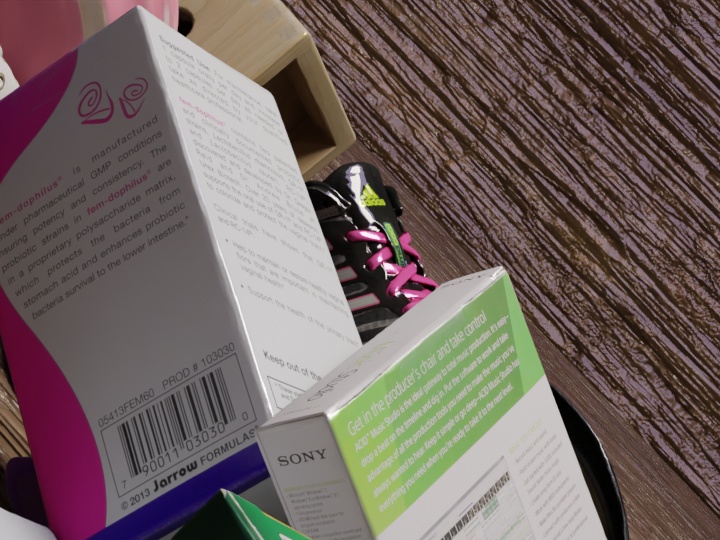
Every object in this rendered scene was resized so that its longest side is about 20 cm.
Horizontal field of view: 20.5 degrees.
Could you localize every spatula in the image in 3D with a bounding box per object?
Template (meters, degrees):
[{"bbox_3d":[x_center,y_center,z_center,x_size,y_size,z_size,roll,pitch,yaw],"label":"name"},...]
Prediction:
[{"bbox_3d":[-0.076,0.151,0.758,0.200,0.021,0.057,48,7,16],"label":"spatula"}]

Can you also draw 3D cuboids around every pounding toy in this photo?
[{"bbox_3d":[-0.137,-0.104,1.249,0.142,0.200,0.184,49,-6,23],"label":"pounding toy"}]

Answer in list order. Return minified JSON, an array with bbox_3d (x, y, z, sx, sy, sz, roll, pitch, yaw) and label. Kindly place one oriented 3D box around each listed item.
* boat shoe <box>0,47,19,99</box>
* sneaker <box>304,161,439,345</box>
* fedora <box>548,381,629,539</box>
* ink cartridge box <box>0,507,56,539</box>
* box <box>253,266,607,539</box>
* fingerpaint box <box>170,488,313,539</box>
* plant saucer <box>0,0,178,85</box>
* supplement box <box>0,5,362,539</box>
[{"bbox_3d":[-0.196,-0.090,0.892,0.200,0.071,0.069,52,-22,-19],"label":"boat shoe"},{"bbox_3d":[0.000,0.000,0.883,0.200,0.088,0.074,27,16,33],"label":"sneaker"},{"bbox_3d":[0.053,0.140,1.107,0.092,0.201,0.201,-11,50,-41],"label":"fedora"},{"bbox_3d":[-0.128,0.122,0.568,0.200,0.043,0.196,33,13,-47],"label":"ink cartridge box"},{"bbox_3d":[0.044,0.116,0.713,0.144,0.036,0.200,-35,108,-55],"label":"box"},{"bbox_3d":[-0.016,0.164,0.481,0.200,0.167,0.073,38,9,-48],"label":"fingerpaint box"},{"bbox_3d":[-0.189,-0.124,0.954,0.201,0.200,0.051,43,23,-16],"label":"plant saucer"},{"bbox_3d":[-0.070,0.017,0.762,0.103,0.101,0.200,28,37,-55],"label":"supplement box"}]
